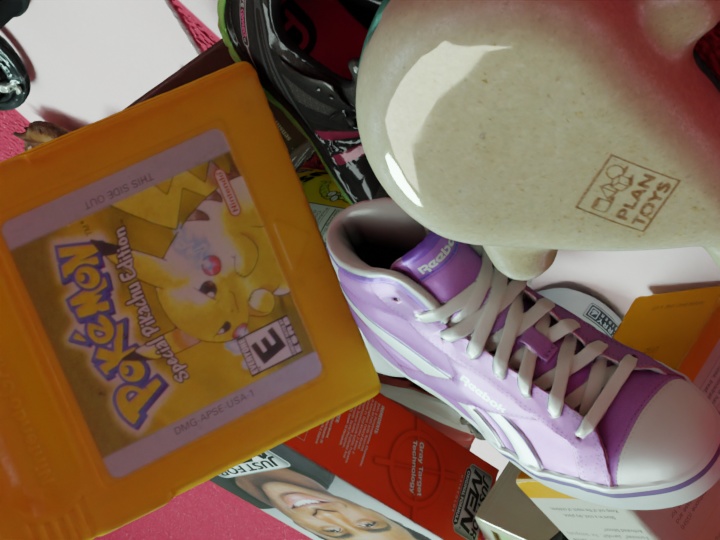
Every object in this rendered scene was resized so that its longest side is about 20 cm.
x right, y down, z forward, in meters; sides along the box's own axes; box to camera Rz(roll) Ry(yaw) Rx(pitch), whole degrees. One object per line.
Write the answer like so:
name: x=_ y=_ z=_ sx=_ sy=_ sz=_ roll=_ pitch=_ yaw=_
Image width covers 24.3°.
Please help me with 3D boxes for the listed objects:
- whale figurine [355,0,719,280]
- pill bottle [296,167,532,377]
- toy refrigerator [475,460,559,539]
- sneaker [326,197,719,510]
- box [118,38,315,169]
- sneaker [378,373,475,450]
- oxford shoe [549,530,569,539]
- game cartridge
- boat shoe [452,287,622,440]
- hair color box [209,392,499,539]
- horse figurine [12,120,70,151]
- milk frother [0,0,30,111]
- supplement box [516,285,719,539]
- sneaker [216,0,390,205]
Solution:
whale figurine: x=0.097 y=-0.065 z=0.668 sx=0.199 sy=0.104 sz=0.159 roll=21 pitch=128 yaw=-10
pill bottle: x=0.000 y=0.000 z=0.924 sx=0.200 sy=0.104 sz=0.104 roll=12 pitch=146 yaw=49
toy refrigerator: x=0.136 y=0.189 z=1.007 sx=0.076 sy=0.070 sz=0.200 roll=21 pitch=152 yaw=33
sneaker: x=0.064 y=0.032 z=0.730 sx=0.200 sy=0.073 sz=0.114 roll=25 pitch=160 yaw=31
box: x=-0.104 y=-0.045 z=0.862 sx=0.075 sy=0.200 sz=0.100 roll=52 pitch=159 yaw=1
sneaker: x=-0.013 y=0.111 z=1.054 sx=0.199 sy=0.116 sz=0.078 roll=20 pitch=-176 yaw=-28
oxford shoe: x=0.162 y=0.191 z=0.903 sx=0.199 sy=0.073 sz=0.084 roll=24 pitch=132 yaw=-24
game cartridge: x=-0.108 y=0.020 z=0.778 sx=0.032 sy=0.199 sz=0.177 roll=3 pitch=117 yaw=67
boat shoe: x=0.082 y=0.063 z=0.964 sx=0.074 sy=0.068 sz=0.199 roll=45 pitch=159 yaw=-14
hair color box: x=-0.027 y=0.102 z=0.955 sx=0.200 sy=0.062 sz=0.101 roll=33 pitch=149 yaw=-29
horse figurine: x=-0.169 y=-0.049 z=1.161 sx=0.200 sy=0.050 sz=0.133 roll=11 pitch=129 yaw=65
milk frother: x=-0.310 y=-0.120 z=1.076 sx=0.180 sy=0.188 sz=0.200 roll=18 pitch=150 yaw=45
supplement box: x=0.187 y=0.122 z=0.827 sx=0.200 sy=0.126 sz=0.073 roll=47 pitch=153 yaw=-18
sneaker: x=0.013 y=-0.075 z=0.791 sx=0.200 sy=0.077 sz=0.084 roll=41 pitch=163 yaw=-7
